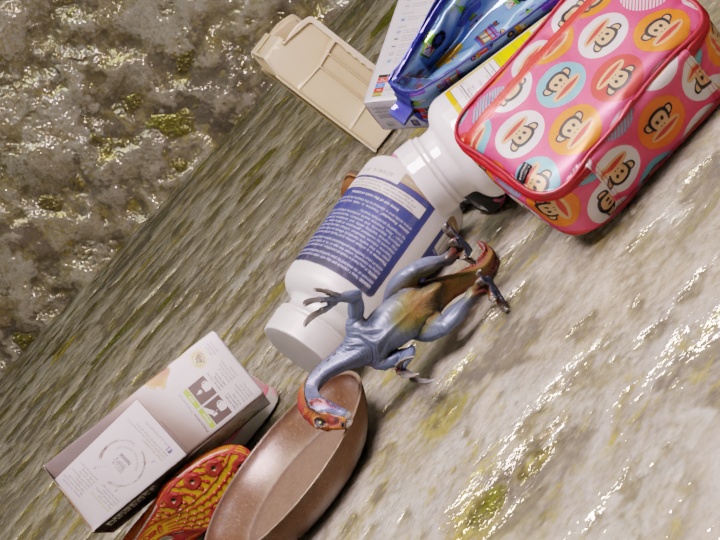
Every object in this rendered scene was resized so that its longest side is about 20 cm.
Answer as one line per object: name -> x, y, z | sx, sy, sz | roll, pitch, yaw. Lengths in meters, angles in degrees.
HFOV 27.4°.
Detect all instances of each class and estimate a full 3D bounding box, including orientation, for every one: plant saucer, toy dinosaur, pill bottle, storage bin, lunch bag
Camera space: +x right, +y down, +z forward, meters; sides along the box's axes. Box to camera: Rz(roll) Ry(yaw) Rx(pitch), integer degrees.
plant saucer -> -0.055, 0.174, 1.248 | 0.200, 0.037, 0.200 | -46, 14, 14
toy dinosaur -> 0.032, 0.058, 1.200 | 0.181, 0.105, 0.200 | -40, -18, 15
pill bottle -> 0.131, -0.134, 1.280 | 0.200, 0.104, 0.104 | -36, 16, 8
storage bin -> -0.042, -0.262, 2.014 | 0.094, 0.198, 0.200 | -52, 14, 3
pill bottle -> 0.000, 0.000, 1.377 | 0.200, 0.111, 0.111 | -54, 15, -18
lunch bag -> 0.175, -0.140, 1.154 | 0.200, 0.082, 0.176 | -48, 40, 0
lunch bag -> 0.104, -0.207, 1.340 | 0.200, 0.094, 0.151 | -47, -8, 4

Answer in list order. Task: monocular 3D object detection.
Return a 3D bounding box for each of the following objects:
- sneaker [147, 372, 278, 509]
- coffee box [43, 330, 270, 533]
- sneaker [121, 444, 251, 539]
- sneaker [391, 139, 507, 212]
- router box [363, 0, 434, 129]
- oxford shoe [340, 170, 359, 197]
sneaker -> -0.181, 0.174, 1.495 | 0.200, 0.105, 0.075 | -53, 17, -12
coffee box -> -0.188, 0.155, 1.394 | 0.200, 0.080, 0.114 | -39, -9, -7
sneaker -> -0.174, 0.228, 1.392 | 0.200, 0.073, 0.077 | -45, 18, 17
sneaker -> 0.108, -0.108, 1.433 | 0.086, 0.080, 0.200 | -47, 25, -11
router box -> 0.120, -0.232, 1.487 | 0.200, 0.049, 0.180 | 0, 59, 34
oxford shoe -> 0.006, -0.062, 1.615 | 0.071, 0.071, 0.200 | -55, 15, 0
